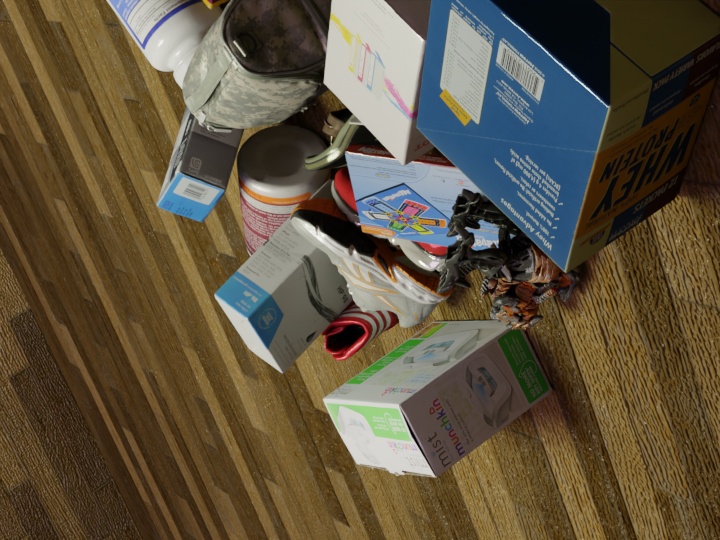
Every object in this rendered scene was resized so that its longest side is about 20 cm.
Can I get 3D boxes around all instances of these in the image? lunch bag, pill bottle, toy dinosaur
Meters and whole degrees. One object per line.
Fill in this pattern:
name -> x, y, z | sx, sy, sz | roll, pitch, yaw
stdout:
lunch bag -> -0.097, -0.235, 1.580 | 0.140, 0.167, 0.200 | 58, 157, 0
pill bottle -> -0.235, -0.318, 1.829 | 0.201, 0.112, 0.112 | 54, 156, 10
toy dinosaur -> 0.151, -0.022, 1.431 | 0.134, 0.102, 0.202 | 14, 120, 0
pill bottle -> -0.090, -0.070, 1.832 | 0.114, 0.114, 0.201 | 43, 152, 31

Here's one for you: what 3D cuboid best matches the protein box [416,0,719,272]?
protein box -> 0.162, -0.151, 1.201 | 0.199, 0.134, 0.201 | 46, 154, 26

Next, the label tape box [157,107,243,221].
label tape box -> -0.173, -0.176, 1.756 | 0.063, 0.202, 0.144 | 19, 162, -13

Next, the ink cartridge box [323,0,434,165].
ink cartridge box -> 0.056, -0.208, 1.357 | 0.125, 0.128, 0.201 | 48, 155, 23

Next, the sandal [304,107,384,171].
sandal -> -0.003, -0.157, 1.621 | 0.201, 0.079, 0.058 | -38, 66, 61

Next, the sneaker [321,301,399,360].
sneaker -> -0.018, 0.055, 1.834 | 0.079, 0.115, 0.200 | 60, 157, -4

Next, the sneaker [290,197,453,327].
sneaker -> 0.000, 0.000, 1.672 | 0.199, 0.076, 0.092 | 32, 126, -3

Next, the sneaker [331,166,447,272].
sneaker -> 0.049, -0.077, 1.623 | 0.199, 0.077, 0.086 | 32, 129, 36

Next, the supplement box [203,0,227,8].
supplement box -> -0.155, -0.398, 1.603 | 0.111, 0.085, 0.201 | 50, 155, 21

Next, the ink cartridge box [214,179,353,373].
ink cartridge box -> -0.063, 0.005, 1.742 | 0.066, 0.200, 0.116 | 31, 161, 39

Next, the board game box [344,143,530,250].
board game box -> 0.080, -0.070, 1.514 | 0.198, 0.019, 0.104 | 11, 130, 30

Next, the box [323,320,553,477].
box -> 0.083, 0.141, 1.661 | 0.097, 0.176, 0.200 | 62, 157, -10
